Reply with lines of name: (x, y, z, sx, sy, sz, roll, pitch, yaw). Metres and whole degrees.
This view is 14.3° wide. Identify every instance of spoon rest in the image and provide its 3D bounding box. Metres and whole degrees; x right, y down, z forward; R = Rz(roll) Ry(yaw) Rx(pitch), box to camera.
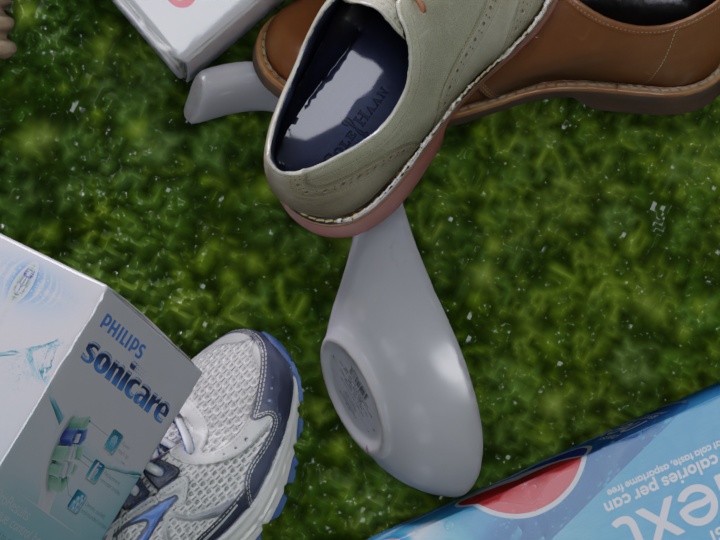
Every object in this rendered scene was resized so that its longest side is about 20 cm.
spoon rest: (0.000, 0.000, 1.159, 0.061, 0.099, 0.200, -24, 76, -21)

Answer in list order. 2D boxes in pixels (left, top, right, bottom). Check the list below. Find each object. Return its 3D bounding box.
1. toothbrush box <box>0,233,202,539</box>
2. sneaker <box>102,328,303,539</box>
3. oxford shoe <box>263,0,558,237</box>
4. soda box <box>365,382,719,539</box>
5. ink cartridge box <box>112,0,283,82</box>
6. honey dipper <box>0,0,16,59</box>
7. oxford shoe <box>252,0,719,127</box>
toothbrush box: (-0.178, 0.080, 1.078, 0.146, 0.085, 0.200, 25, 77, 32)
sneaker: (-0.103, 0.098, 1.132, 0.200, 0.077, 0.085, -50, 135, -5)
oxford shoe: (0.029, -0.105, 1.096, 0.071, 0.074, 0.200, 27, 86, 15)
soda box: (0.076, 0.115, 1.165, 0.200, 0.064, 0.068, -24, 89, -5)
ink cartridge box: (-0.046, -0.195, 1.161, 0.200, 0.083, 0.145, -41, 91, -4)
honey dipper: (-0.157, -0.034, 1.176, 0.038, 0.038, 0.200, -3, 92, -3)
oxford shoe: (0.055, -0.104, 1.161, 0.200, 0.071, 0.071, -5, 59, -6)
